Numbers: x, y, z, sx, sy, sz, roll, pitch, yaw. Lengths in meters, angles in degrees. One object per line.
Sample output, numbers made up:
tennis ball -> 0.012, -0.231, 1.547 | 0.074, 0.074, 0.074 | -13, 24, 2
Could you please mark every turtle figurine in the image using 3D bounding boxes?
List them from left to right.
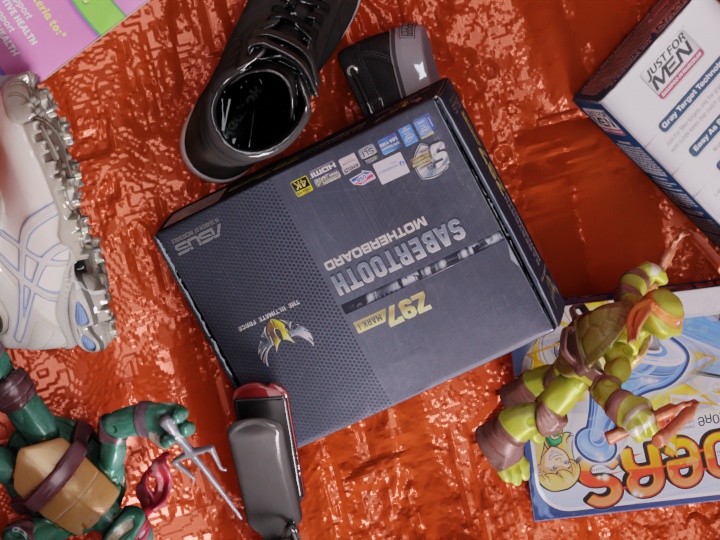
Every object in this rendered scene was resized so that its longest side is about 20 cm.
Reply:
turtle figurine -> -0.178, 0.123, 1.498 | 0.200, 0.101, 0.150 | 38, 76, -15
turtle figurine -> 0.137, 0.059, 1.500 | 0.064, 0.201, 0.161 | 36, 125, -18

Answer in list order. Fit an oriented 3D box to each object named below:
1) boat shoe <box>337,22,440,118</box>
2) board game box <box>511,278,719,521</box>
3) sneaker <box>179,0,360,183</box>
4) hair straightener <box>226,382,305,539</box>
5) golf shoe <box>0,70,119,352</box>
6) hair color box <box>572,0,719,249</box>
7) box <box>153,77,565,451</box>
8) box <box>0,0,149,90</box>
boat shoe -> 0.029, -0.048, 1.560 | 0.066, 0.070, 0.201 | -12, 105, 9
board game box -> 0.197, 0.077, 1.595 | 0.199, 0.034, 0.136 | -8, 97, 6
sneaker -> -0.038, -0.141, 1.512 | 0.070, 0.099, 0.201 | 29, 86, -14
hair straightener -> -0.054, 0.170, 1.529 | 0.041, 0.077, 0.201 | 0, 120, 4
golf shoe -> -0.199, -0.023, 1.456 | 0.097, 0.079, 0.201 | -9, 133, -2
hair color box -> 0.240, -0.075, 1.613 | 0.200, 0.061, 0.100 | 44, 85, -15
box -> 0.000, 0.000, 1.518 | 0.199, 0.051, 0.158 | -24, 103, 17
box -> -0.196, -0.216, 1.437 | 0.200, 0.097, 0.176 | -38, 123, -9
